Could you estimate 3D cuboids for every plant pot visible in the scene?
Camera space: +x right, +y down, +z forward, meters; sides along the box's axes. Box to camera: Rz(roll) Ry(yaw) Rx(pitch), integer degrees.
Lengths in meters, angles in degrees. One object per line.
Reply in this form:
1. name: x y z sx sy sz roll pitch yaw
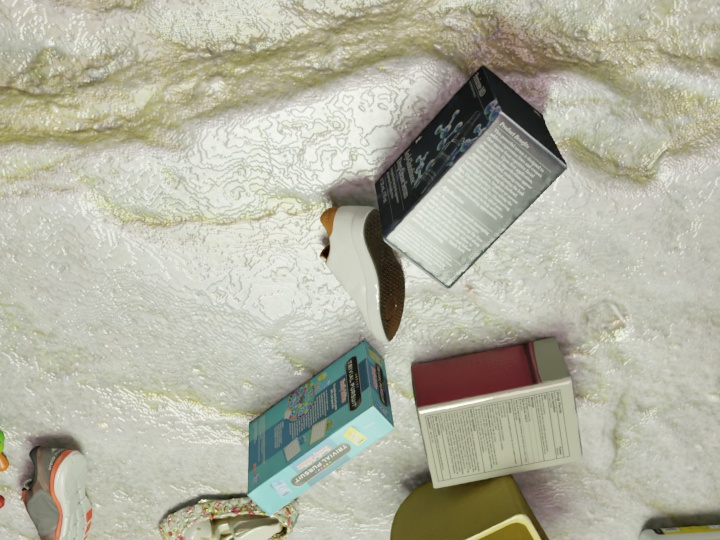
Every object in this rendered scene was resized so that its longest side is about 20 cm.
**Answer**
1. plant pot: 0.152 0.364 1.712 0.194 0.200 0.195 -27 116 10

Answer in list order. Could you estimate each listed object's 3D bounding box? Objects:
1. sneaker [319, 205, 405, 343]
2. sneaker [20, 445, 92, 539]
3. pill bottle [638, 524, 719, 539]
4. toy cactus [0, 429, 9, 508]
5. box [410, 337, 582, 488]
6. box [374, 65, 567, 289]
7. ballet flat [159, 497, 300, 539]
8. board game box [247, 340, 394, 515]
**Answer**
1. sneaker: 0.000 0.000 1.601 0.084 0.073 0.201 9 131 30
2. sneaker: -0.411 0.313 1.737 0.081 0.077 0.202 18 117 17
3. pill bottle: 0.494 0.412 1.807 0.198 0.115 0.115 -3 118 -1
4. toy cactus: -0.538 0.226 1.667 0.163 0.103 0.201 1 127 7
5. box: 0.173 0.181 1.670 0.198 0.109 0.129 -11 117 2
6. box: 0.121 -0.108 1.493 0.107 0.149 0.200 36 110 -20
7. ballet flat: -0.179 0.346 1.760 0.198 0.064 0.076 -14 119 4
8. board game box: -0.053 0.197 1.640 0.199 0.151 0.047 -36 115 15
